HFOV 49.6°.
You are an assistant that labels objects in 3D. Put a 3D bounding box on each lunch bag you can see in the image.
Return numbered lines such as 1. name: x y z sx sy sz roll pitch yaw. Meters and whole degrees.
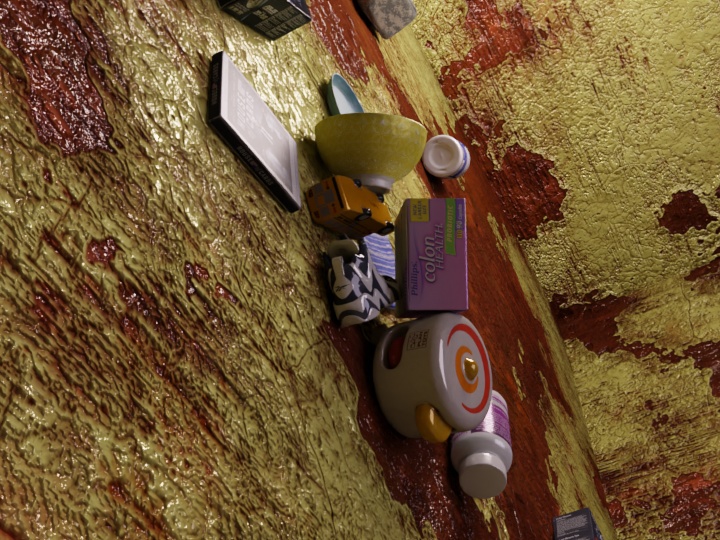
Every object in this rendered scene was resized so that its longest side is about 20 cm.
1. lunch bag: 0.054 -0.804 2.264 0.168 0.139 0.200 58 12 25

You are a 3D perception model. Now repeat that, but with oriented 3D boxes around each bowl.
1. bowl: 0.016 -0.191 1.357 0.200 0.199 0.109 20 71 -67

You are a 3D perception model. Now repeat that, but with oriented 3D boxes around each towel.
1. towel: 0.042 -0.023 1.460 0.145 0.024 0.201 12 57 -68

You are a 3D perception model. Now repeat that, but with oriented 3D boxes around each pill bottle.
1. pill bottle: 0.220 0.315 1.428 0.113 0.112 0.200 60 19 -23
2. pill bottle: 0.259 -0.330 2.299 0.120 0.119 0.200 69 17 4

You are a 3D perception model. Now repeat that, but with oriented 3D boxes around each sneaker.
1. sneaker: 0.000 0.000 1.215 0.199 0.079 0.130 -30 106 -62

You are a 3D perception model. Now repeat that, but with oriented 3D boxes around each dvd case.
1. dvd case: -0.148 -0.196 1.113 0.200 0.025 0.151 50 24 -45

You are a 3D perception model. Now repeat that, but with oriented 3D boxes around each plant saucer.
1. plant saucer: -0.020 -0.311 1.618 0.200 0.027 0.201 55 22 -36

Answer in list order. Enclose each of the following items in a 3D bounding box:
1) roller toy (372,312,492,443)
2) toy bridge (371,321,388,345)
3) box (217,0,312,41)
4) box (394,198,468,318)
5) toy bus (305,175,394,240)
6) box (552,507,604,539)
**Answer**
1. roller toy: 0.118 0.162 1.209 0.200 0.139 0.184 -9 84 -56
2. toy bridge: 0.074 0.168 1.317 0.201 0.027 0.067 61 16 -19
3. box: -0.177 -0.494 1.284 0.165 0.086 0.200 70 18 6
4. box: 0.113 -0.014 1.293 0.200 0.096 0.177 108 -18 -82
5. toy bus: -0.011 -0.099 1.307 0.200 0.078 0.065 21 48 -66
6. box: 0.570 0.738 1.950 0.201 0.104 0.182 63 17 -14
